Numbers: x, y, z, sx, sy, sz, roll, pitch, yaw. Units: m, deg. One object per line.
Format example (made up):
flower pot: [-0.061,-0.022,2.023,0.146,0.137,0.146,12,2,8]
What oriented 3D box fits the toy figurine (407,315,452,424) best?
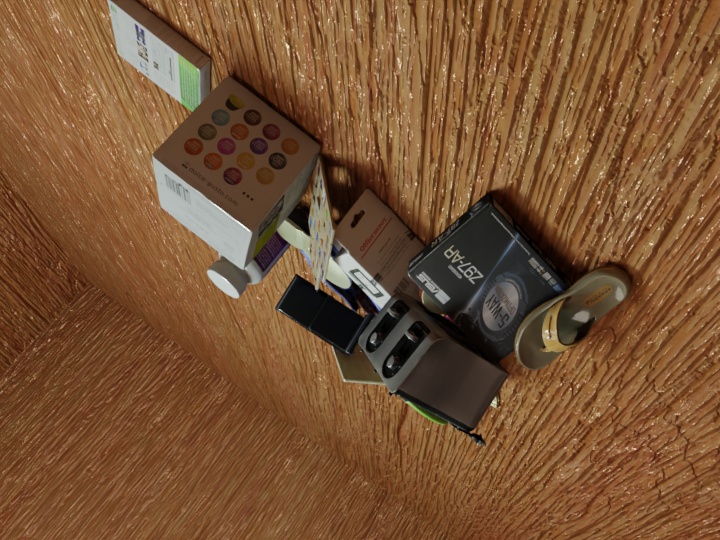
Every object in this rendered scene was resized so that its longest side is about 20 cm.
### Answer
toy figurine: [0.152,0.151,1.213,0.149,0.185,0.200,33,-170,-20]

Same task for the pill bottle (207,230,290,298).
pill bottle: [-0.219,-0.046,1.331,0.111,0.201,0.113,30,155,16]

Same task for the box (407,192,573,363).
box: [0.190,0.015,0.940,0.160,0.044,0.200,-40,103,23]

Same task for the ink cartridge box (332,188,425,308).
ink cartridge box: [0.036,-0.025,1.111,0.200,0.117,0.068,45,154,-15]

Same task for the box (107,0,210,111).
box: [-0.348,-0.375,1.142,0.199,0.036,0.145,39,156,2]

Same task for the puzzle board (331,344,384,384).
puzzle board: [0.016,0.200,1.441,0.148,0.018,0.200,6,-161,-15]

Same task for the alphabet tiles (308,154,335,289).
alphabet tiles: [-0.070,-0.066,1.127,0.007,0.169,0.201,-2,143,-13]

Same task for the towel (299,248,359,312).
towel: [-0.065,0.021,1.389,0.144,0.024,0.200,40,170,14]

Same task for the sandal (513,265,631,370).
sandal: [0.286,0.073,0.894,0.080,0.054,0.200,34,123,-14]

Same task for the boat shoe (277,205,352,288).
boat shoe: [-0.079,-0.049,1.273,0.201,0.063,0.074,43,145,13]

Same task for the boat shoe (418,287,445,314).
boat shoe: [0.188,0.051,1.026,0.196,0.073,0.063,10,-175,-3]

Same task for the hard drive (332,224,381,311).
hard drive: [0.000,0.000,1.205,0.201,0.025,0.132,53,-175,-5]

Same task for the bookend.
bookend: [-0.080,0.084,1.340,0.198,0.093,0.199,32,172,3]

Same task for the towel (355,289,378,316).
towel: [0.058,0.138,1.401,0.200,0.030,0.147,44,164,47]

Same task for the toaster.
toaster: [0.117,0.145,1.021,0.198,0.120,0.181,31,-171,-25]

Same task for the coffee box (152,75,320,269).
coffee box: [-0.213,-0.161,1.123,0.199,0.199,0.200,37,158,0]

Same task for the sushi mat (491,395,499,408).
sushi mat: [0.218,0.243,1.452,0.198,0.012,0.096,24,151,31]
